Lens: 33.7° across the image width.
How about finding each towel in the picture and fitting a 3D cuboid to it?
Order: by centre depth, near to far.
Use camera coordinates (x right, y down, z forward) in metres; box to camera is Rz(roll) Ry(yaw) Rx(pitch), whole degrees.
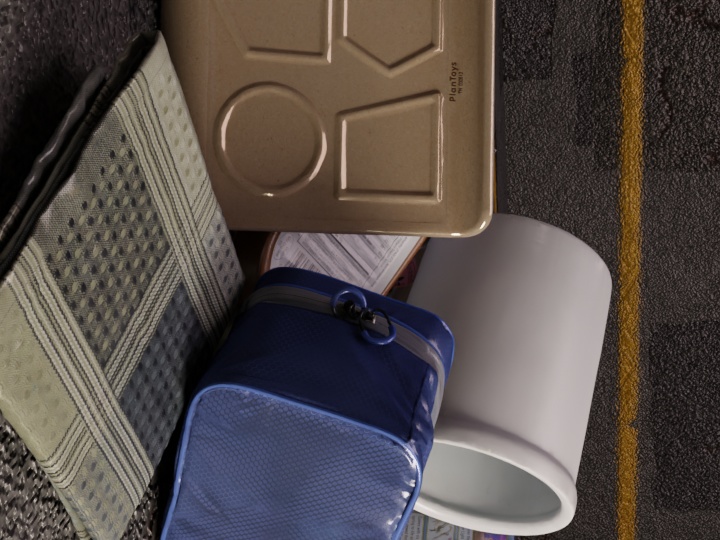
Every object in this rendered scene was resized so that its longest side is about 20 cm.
[{"bbox_3d":[-0.120,0.012,0.579,0.200,0.034,0.193,79,27,-49],"label":"towel"}]

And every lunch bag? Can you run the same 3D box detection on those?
[{"bbox_3d":[-0.028,0.094,0.699,0.132,0.135,0.200,-69,178,-55],"label":"lunch bag"}]

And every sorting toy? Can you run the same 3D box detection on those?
[{"bbox_3d":[-0.019,-0.114,0.711,0.036,0.199,0.186,169,-78,-78],"label":"sorting toy"}]

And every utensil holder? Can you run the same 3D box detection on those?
[{"bbox_3d":[0.102,0.081,0.935,0.170,0.169,0.201,73,30,-55],"label":"utensil holder"}]

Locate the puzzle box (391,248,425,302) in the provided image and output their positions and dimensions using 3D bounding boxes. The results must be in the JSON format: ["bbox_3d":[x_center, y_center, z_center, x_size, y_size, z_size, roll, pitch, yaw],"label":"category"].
[{"bbox_3d":[0.093,0.065,1.256,0.200,0.025,0.133,40,76,-49],"label":"puzzle box"}]

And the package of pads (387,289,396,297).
[{"bbox_3d":[0.054,0.092,1.344,0.155,0.068,0.201,-73,157,-54],"label":"package of pads"}]

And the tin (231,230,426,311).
[{"bbox_3d":[-0.004,-0.040,0.770,0.200,0.042,0.112,-55,133,-15],"label":"tin"}]

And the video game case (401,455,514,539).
[{"bbox_3d":[0.040,0.179,1.003,0.046,0.180,0.201,90,7,-56],"label":"video game case"}]

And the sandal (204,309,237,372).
[{"bbox_3d":[-0.059,0.021,0.833,0.201,0.057,0.080,-64,152,-64],"label":"sandal"}]

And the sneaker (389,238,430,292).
[{"bbox_3d":[0.000,0.000,0.979,0.200,0.082,0.070,-54,155,-43],"label":"sneaker"}]

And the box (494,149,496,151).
[{"bbox_3d":[0.032,-0.178,1.009,0.200,0.035,0.110,51,0,-31],"label":"box"}]
